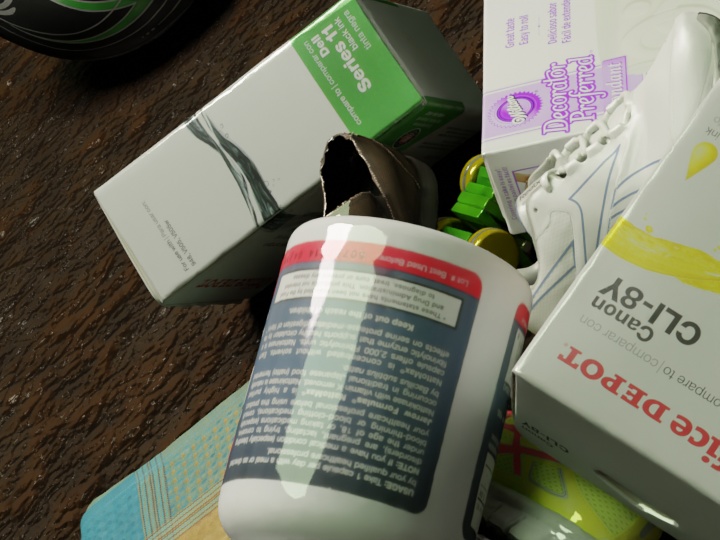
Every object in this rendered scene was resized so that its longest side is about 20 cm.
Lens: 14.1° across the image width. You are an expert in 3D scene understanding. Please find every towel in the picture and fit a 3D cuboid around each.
[{"bbox_3d":[-0.096,0.162,1.614,0.147,0.022,0.200,-37,31,16],"label":"towel"}]

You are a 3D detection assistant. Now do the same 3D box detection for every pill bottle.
[{"bbox_3d":[0.000,0.087,1.334,0.120,0.120,0.200,-6,63,50],"label":"pill bottle"}]

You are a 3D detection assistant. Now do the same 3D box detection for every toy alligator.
[{"bbox_3d":[0.064,0.001,1.584,0.200,0.054,0.059,-58,28,-7],"label":"toy alligator"}]

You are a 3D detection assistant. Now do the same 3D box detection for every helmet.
[{"bbox_3d":[-0.196,-0.251,2.116,0.200,0.191,0.200,-172,90,-79],"label":"helmet"}]

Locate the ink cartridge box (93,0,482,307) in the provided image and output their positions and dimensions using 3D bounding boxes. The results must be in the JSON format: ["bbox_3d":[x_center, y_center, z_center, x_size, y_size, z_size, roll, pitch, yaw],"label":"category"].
[{"bbox_3d":[-0.038,-0.068,1.704,0.200,0.083,0.147,-37,-11,15],"label":"ink cartridge box"}]

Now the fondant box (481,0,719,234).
[{"bbox_3d":[0.166,-0.103,1.513,0.200,0.058,0.144,-13,37,14],"label":"fondant box"}]

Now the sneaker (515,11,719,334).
[{"bbox_3d":[0.125,-0.040,1.428,0.075,0.087,0.200,-64,-5,-64],"label":"sneaker"}]

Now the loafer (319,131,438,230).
[{"bbox_3d":[0.000,0.000,1.548,0.073,0.071,0.200,-41,31,24],"label":"loafer"}]

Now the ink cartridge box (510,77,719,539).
[{"bbox_3d":[0.180,0.019,1.297,0.145,0.083,0.200,33,75,15],"label":"ink cartridge box"}]

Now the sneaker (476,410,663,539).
[{"bbox_3d":[0.088,0.099,1.408,0.090,0.078,0.200,-42,34,-9],"label":"sneaker"}]
